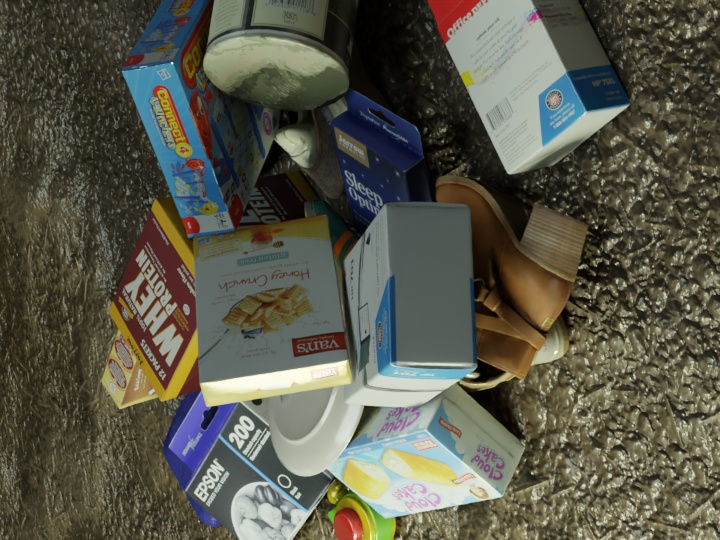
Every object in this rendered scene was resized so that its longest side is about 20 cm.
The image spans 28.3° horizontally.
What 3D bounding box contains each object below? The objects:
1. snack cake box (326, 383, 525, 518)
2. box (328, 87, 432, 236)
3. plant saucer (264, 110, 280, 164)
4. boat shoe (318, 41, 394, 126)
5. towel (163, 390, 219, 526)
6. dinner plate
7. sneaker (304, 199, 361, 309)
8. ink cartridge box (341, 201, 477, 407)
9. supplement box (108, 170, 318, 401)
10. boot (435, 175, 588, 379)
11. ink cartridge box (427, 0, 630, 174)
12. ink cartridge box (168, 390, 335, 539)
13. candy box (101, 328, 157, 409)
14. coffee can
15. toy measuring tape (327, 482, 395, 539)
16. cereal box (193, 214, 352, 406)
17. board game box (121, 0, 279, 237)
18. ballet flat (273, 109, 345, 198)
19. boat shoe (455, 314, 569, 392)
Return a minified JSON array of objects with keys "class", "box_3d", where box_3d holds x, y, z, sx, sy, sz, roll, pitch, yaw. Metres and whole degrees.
[{"class":"snack cake box","box_3d":[0.058,0.187,1.471,0.115,0.068,0.199,43,145,-18]},{"class":"box","box_3d":[0.027,-0.081,1.435,0.121,0.032,0.202,35,151,40]},{"class":"plant saucer","box_3d":[-0.153,-0.204,1.685,0.199,0.027,0.203,18,114,46]},{"class":"boat shoe","box_3d":[-0.028,-0.195,1.502,0.065,0.071,0.202,-42,74,42]},{"class":"towel","box_3d":[-0.183,0.215,1.835,0.148,0.049,0.201,55,135,29]},{"class":"dinner plate","box_3d":[-0.053,0.118,1.531,0.199,0.024,0.203,-32,51,49]},{"class":"sneaker","box_3d":[0.000,0.000,1.488,0.072,0.079,0.201,87,162,-53]},{"class":"ink cartridge box","box_3d":[0.041,0.037,1.317,0.200,0.084,0.149,132,138,-70]},{"class":"supplement box","box_3d":[-0.146,0.015,1.605,0.133,0.198,0.198,54,136,24]},{"class":"boot","box_3d":[0.118,0.003,1.337,0.199,0.076,0.157,26,97,43]},{"class":"ink cartridge box","box_3d":[0.145,-0.205,1.289,0.116,0.067,0.202,-38,72,48]},{"class":"ink cartridge box","box_3d":[-0.138,0.232,1.726,0.199,0.043,0.199,40,130,9]},{"class":"candy box","box_3d":[-0.249,0.080,1.816,0.057,0.116,0.201,48,133,29]},{"class":"coffee can","box_3d":[-0.071,-0.281,1.406,0.146,0.145,0.203,-19,57,51]},{"class":"toy measuring tape","box_3d":[0.027,0.305,1.586,0.200,0.073,0.074,48,133,31]},{"class":"cereal box","box_3d":[-0.089,0.036,1.388,0.202,0.142,0.040,-101,2,-45]},{"class":"board game box","box_3d":[-0.157,-0.174,1.458,0.055,0.201,0.198,-5,127,17]},{"class":"ballet flat","box_3d":[-0.067,-0.173,1.558,0.068,0.067,0.203,-12,92,55]},{"class":"boat shoe","box_3d":[0.115,0.081,1.409,0.199,0.069,0.075,-28,79,50]}]
